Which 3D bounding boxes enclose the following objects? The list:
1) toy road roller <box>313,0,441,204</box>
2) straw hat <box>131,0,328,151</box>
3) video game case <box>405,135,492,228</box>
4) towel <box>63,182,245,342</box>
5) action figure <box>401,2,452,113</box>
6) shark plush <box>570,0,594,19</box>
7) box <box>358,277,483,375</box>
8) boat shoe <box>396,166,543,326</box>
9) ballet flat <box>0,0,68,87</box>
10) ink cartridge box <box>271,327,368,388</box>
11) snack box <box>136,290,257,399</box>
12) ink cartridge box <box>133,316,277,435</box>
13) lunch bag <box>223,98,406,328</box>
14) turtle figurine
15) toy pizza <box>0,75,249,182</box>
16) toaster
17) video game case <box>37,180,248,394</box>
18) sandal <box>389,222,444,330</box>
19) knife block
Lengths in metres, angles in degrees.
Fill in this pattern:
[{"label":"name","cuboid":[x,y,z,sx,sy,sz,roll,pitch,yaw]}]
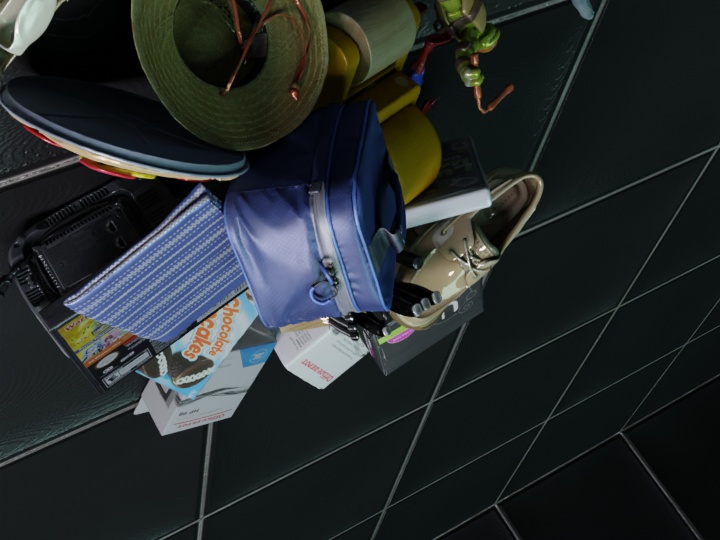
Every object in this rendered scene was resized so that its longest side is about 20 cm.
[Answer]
[{"label":"toy road roller","cuboid":[0.015,-0.151,1.022,0.123,0.145,0.202,-39,160,-41]},{"label":"straw hat","cuboid":[-0.125,-0.188,0.872,0.084,0.206,0.199,-2,-176,45]},{"label":"video game case","cuboid":[0.032,-0.083,1.116,0.196,0.183,0.024,-14,113,6]},{"label":"towel","cuboid":[-0.153,0.000,0.903,0.144,0.024,0.200,-39,164,2]},{"label":"action figure","cuboid":[0.040,-0.183,1.113,0.051,0.066,0.201,-32,161,-37]},{"label":"shark plush","cuboid":[0.212,-0.311,1.093,0.090,0.084,0.201,-31,154,-8]},{"label":"box","cuboid":[0.031,-0.015,1.234,0.147,0.201,0.125,-31,155,-7]},{"label":"boat shoe","cuboid":[0.109,-0.026,1.077,0.200,0.072,0.065,-47,-163,-10]},{"label":"ballet flat","cuboid":[-0.269,-0.166,0.766,0.200,0.070,0.069,-44,153,17]},{"label":"ink cartridge box","cuboid":[-0.019,0.054,1.422,0.199,0.085,0.145,-39,154,4]},{"label":"snack box","cuboid":[-0.186,0.047,1.189,0.115,0.037,0.201,28,120,-19]},{"label":"ink cartridge box","cuboid":[-0.201,0.139,1.361,0.114,0.067,0.201,-10,144,-43]},{"label":"lunch bag","cuboid":[-0.027,-0.049,0.901,0.130,0.202,0.138,-10,126,11]},{"label":"turtle figurine","cuboid":[0.095,-0.263,1.008,0.063,0.203,0.161,-4,148,32]},{"label":"toy pizza","cuboid":[-0.183,-0.104,0.829,0.198,0.199,0.032,-1,117,-49]},{"label":"toaster","cuboid":[-0.248,0.007,1.029,0.198,0.114,0.130,-32,157,-16]},{"label":"video game case","cuboid":[-0.182,0.020,0.975,0.199,0.026,0.181,-36,161,-14]},{"label":"sandal","cuboid":[0.077,-0.035,1.136,0.054,0.079,0.203,74,39,-65]},{"label":"knife block","cuboid":[0.000,0.000,1.064,0.172,0.201,0.065,-10,114,14]}]
